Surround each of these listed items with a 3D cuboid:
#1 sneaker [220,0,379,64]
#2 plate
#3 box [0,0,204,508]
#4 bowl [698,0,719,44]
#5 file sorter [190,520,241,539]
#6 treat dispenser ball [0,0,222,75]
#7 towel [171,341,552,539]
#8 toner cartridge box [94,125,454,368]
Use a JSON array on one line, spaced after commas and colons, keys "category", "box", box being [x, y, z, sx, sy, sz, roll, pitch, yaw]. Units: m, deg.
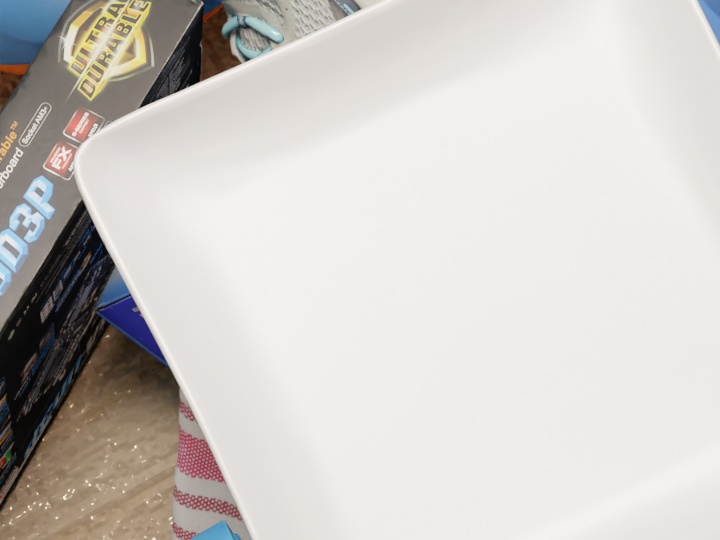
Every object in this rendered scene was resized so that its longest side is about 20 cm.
[{"category": "sneaker", "box": [-0.007, -0.062, 1.001, 0.086, 0.200, 0.078, -52, 25, -8]}, {"category": "plate", "box": [0.040, 0.010, 0.816, 0.199, 0.032, 0.200, -26, 81, -6]}, {"category": "box", "box": [-0.124, 0.002, 0.988, 0.046, 0.159, 0.200, 27, 69, 6]}, {"category": "bowl", "box": [0.153, -0.132, 1.013, 0.039, 0.200, 0.201, -40, 57, 28]}, {"category": "file sorter", "box": [-0.046, 0.199, 0.854, 0.122, 0.200, 0.139, -27, 62, -2]}, {"category": "treat dispenser ball", "box": [-0.124, -0.178, 1.062, 0.200, 0.201, 0.201, -4, 62, 7]}, {"category": "towel", "box": [-0.006, 0.077, 0.919, 0.146, 0.200, 0.030, 26, 40, 22]}, {"category": "toner cartridge box", "box": [0.000, 0.000, 0.943, 0.200, 0.095, 0.043, -23, 35, 48]}]
